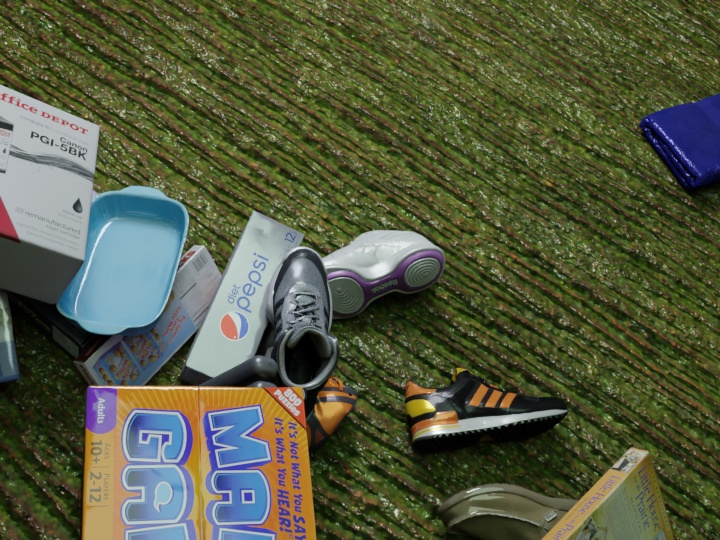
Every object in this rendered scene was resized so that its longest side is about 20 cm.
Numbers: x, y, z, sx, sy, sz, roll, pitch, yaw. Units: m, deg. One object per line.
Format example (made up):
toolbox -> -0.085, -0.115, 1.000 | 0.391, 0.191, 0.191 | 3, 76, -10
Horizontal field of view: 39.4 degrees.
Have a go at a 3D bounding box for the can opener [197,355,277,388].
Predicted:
can opener -> -0.168, 0.136, 1.013 | 0.066, 0.199, 0.054 | 21, 52, -41

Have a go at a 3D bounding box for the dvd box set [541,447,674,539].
dvd box set -> 0.261, 0.307, 1.075 | 0.199, 0.029, 0.148 | -35, 115, -31

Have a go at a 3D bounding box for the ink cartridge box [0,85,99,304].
ink cartridge box -> -0.357, -0.085, 1.039 | 0.146, 0.083, 0.202 | 21, 44, -30

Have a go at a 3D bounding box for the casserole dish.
casserole dish -> -0.255, -0.005, 1.094 | 0.119, 0.039, 0.202 | 8, 54, 0

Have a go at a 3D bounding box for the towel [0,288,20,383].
towel -> -0.440, 0.032, 1.045 | 0.145, 0.024, 0.203 | -13, 80, -7

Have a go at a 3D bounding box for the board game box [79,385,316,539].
board game box -> -0.159, 0.241, 0.937 | 0.197, 0.200, 0.202 | 2, 58, -15

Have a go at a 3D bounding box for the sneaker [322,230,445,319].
sneaker -> 0.000, 0.000, 1.234 | 0.198, 0.076, 0.100 | -13, 32, -15

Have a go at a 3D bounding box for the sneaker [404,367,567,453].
sneaker -> 0.145, 0.151, 1.167 | 0.197, 0.070, 0.091 | -6, 63, -18

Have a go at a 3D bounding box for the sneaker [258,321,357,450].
sneaker -> -0.058, 0.109, 1.138 | 0.111, 0.078, 0.202 | 14, 68, -13

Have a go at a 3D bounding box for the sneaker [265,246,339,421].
sneaker -> -0.057, 0.058, 1.050 | 0.075, 0.114, 0.203 | 10, 68, -13

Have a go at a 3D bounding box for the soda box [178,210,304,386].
soda box -> -0.133, 0.039, 1.134 | 0.068, 0.063, 0.202 | 24, 66, -9

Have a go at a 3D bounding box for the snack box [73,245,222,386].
snack box -> -0.225, 0.061, 1.116 | 0.024, 0.072, 0.200 | 4, 41, 42

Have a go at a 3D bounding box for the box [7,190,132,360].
box -> -0.331, -0.012, 1.142 | 0.199, 0.051, 0.158 | 38, 55, 10

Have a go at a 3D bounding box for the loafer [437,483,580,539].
loafer -> 0.180, 0.280, 1.091 | 0.197, 0.076, 0.068 | 8, 53, -13

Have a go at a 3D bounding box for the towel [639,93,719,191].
towel -> 0.535, -0.196, 1.526 | 0.198, 0.050, 0.148 | -17, 57, -25
